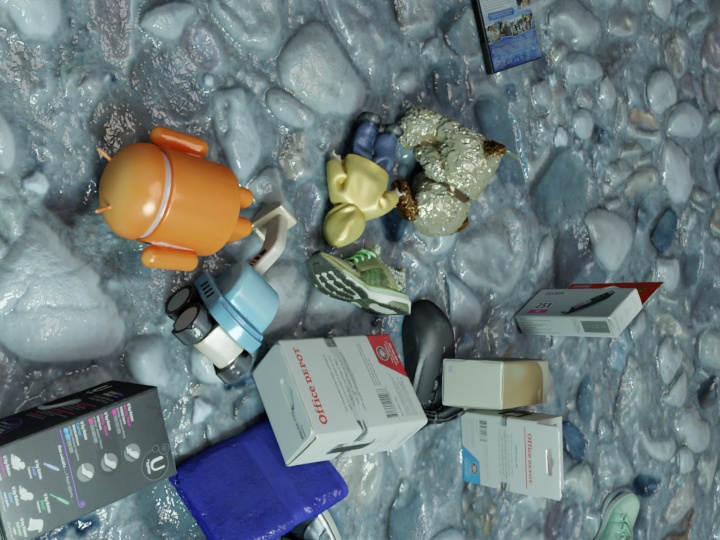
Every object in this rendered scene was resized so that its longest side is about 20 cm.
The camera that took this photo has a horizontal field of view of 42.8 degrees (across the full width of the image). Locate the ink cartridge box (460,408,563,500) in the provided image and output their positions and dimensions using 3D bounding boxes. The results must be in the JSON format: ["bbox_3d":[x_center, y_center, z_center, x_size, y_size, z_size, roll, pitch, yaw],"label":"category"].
[{"bbox_3d":[0.252,0.284,1.440,0.066,0.199,0.118,-3,91,-40],"label":"ink cartridge box"}]

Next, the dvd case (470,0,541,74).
[{"bbox_3d":[0.242,-0.447,1.563,0.142,0.017,0.203,-25,106,-38],"label":"dvd case"}]

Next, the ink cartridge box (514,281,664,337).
[{"bbox_3d":[0.389,0.050,1.563,0.173,0.199,0.044,-39,112,-34],"label":"ink cartridge box"}]

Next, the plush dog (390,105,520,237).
[{"bbox_3d":[0.137,-0.131,1.400,0.199,0.160,0.173,21,99,-39],"label":"plush dog"}]

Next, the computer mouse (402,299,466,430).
[{"bbox_3d":[0.116,0.146,1.421,0.137,0.052,0.203,-7,94,-40],"label":"computer mouse"}]

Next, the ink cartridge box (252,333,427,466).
[{"bbox_3d":[-0.028,0.170,1.234,0.198,0.084,0.145,2,53,-41],"label":"ink cartridge box"}]

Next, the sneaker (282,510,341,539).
[{"bbox_3d":[-0.067,0.394,1.241,0.079,0.078,0.202,-31,109,-39],"label":"sneaker"}]

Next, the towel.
[{"bbox_3d":[-0.129,0.277,1.178,0.199,0.050,0.148,-22,63,-39],"label":"towel"}]

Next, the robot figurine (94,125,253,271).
[{"bbox_3d":[-0.223,-0.085,1.091,0.198,0.116,0.145,13,108,-41],"label":"robot figurine"}]

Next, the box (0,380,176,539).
[{"bbox_3d":[-0.320,0.202,0.995,0.198,0.121,0.108,-19,101,-39],"label":"box"}]

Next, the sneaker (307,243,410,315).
[{"bbox_3d":[0.000,0.000,1.321,0.199,0.076,0.090,29,61,-44],"label":"sneaker"}]

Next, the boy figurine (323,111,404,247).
[{"bbox_3d":[0.004,-0.121,1.315,0.123,0.064,0.202,22,76,-18],"label":"boy figurine"}]

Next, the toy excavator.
[{"bbox_3d":[-0.142,0.015,1.158,0.200,0.194,0.100,-42,118,-2],"label":"toy excavator"}]

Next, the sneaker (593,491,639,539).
[{"bbox_3d":[0.503,0.504,1.709,0.201,0.117,0.074,-48,117,-32],"label":"sneaker"}]

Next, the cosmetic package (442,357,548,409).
[{"bbox_3d":[0.214,0.174,1.437,0.199,0.104,0.072,7,84,-58],"label":"cosmetic package"}]
